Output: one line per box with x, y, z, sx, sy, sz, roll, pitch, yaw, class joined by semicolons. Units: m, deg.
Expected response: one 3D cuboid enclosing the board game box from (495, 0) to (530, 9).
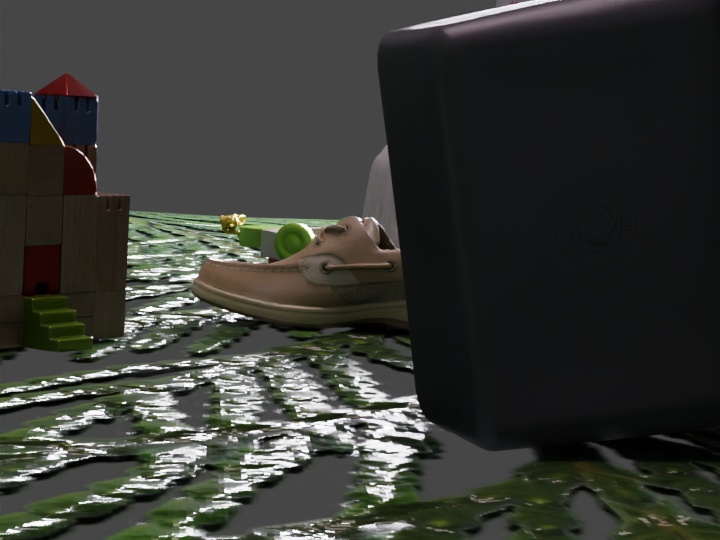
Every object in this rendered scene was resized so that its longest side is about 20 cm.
0.135;-0.107;1.107;0.126;0.200;0.035;17;-15;-25;board game box

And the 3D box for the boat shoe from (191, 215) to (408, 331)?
0.000;0.000;1.076;0.200;0.065;0.072;4;5;14;boat shoe

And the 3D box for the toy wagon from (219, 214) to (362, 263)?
-0.019;-0.022;1.509;0.200;0.040;0.155;3;4;18;toy wagon

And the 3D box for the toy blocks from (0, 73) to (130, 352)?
-0.184;-0.032;0.917;0.100;0.137;0.200;6;6;35;toy blocks

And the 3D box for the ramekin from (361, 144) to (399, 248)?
0.094;-0.035;1.332;0.200;0.105;0.200;3;5;0;ramekin

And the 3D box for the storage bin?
0.084;-0.024;0.721;0.134;0.200;0.146;-8;8;-16;storage bin
